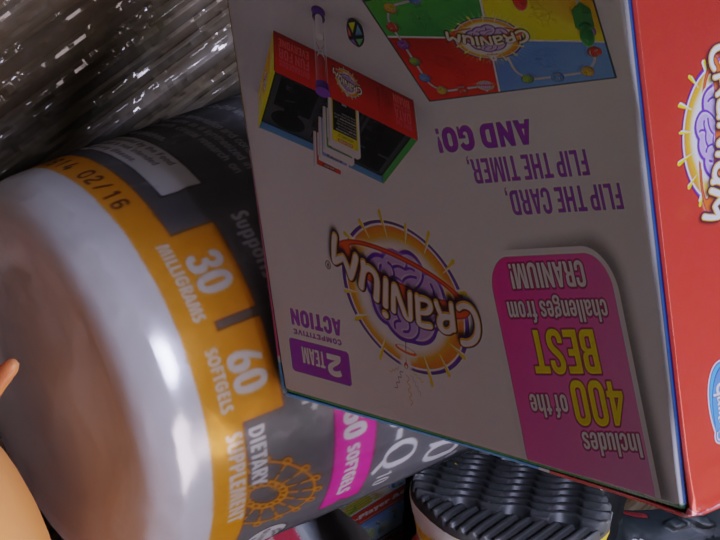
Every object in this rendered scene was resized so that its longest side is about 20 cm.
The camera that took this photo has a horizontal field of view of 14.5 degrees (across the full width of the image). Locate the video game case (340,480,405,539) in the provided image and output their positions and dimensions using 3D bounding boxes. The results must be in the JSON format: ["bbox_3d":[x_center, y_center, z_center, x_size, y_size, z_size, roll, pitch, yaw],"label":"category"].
[{"bbox_3d":[-0.015,0.110,0.999,0.143,0.017,0.200,-30,147,-16],"label":"video game case"}]

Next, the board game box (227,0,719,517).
[{"bbox_3d":[0.026,-0.058,0.633,0.040,0.153,0.200,-18,109,-33],"label":"board game box"}]

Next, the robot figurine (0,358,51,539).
[{"bbox_3d":[-0.161,0.100,0.725,0.200,0.144,0.117,-26,154,-2],"label":"robot figurine"}]

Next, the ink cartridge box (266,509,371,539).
[{"bbox_3d":[-0.079,0.151,0.872,0.200,0.083,0.145,-32,160,3],"label":"ink cartridge box"}]

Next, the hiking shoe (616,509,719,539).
[{"bbox_3d":[0.102,0.119,1.011,0.200,0.074,0.087,17,157,-24],"label":"hiking shoe"}]

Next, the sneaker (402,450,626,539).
[{"bbox_3d":[0.041,0.097,0.856,0.200,0.070,0.090,-41,140,-82],"label":"sneaker"}]

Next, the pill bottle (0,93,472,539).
[{"bbox_3d":[0.000,0.000,0.788,0.200,0.116,0.116,-22,143,-27],"label":"pill bottle"}]
